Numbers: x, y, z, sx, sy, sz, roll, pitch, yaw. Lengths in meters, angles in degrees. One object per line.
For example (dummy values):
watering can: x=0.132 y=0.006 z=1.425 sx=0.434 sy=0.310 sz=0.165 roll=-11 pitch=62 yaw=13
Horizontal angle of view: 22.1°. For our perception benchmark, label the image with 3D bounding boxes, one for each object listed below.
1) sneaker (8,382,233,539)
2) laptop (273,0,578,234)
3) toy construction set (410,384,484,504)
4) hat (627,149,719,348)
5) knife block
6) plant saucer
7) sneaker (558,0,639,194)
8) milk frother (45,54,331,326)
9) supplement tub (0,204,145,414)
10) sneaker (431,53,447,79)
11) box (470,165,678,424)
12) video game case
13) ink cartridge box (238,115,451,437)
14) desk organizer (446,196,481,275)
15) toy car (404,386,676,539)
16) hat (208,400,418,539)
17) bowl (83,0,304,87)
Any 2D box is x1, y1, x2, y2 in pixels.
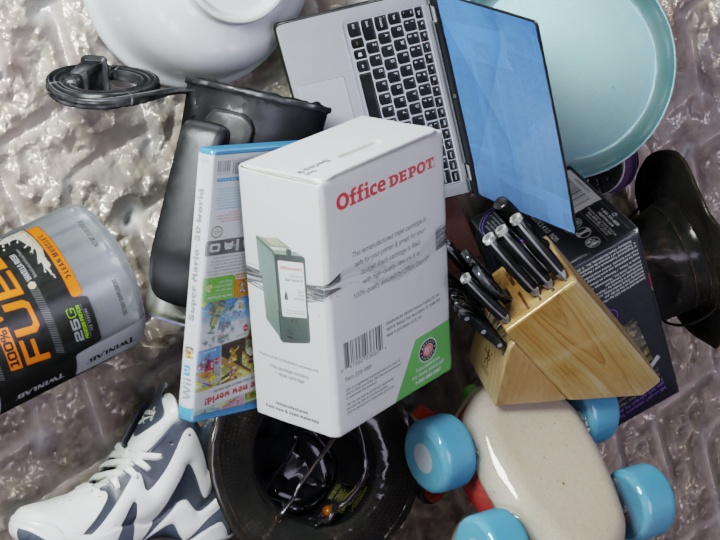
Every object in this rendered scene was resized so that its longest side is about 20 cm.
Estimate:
sneaker: x=-0.186 y=0.154 z=1.472 sx=0.199 sy=0.079 sz=0.130 roll=0 pitch=94 yaw=-30
laptop: x=0.050 y=-0.112 z=1.446 sx=0.199 sy=0.116 sz=0.188 roll=-13 pitch=120 yaw=4
toy construction set: x=0.063 y=0.128 z=1.602 sx=0.200 sy=0.092 sz=0.131 roll=34 pitch=94 yaw=-23
hat: x=0.265 y=-0.008 z=1.655 sx=0.081 sy=0.201 sz=0.201 roll=-19 pitch=105 yaw=-10
knife block: x=0.155 y=0.019 z=1.451 sx=0.199 sy=0.064 sz=0.176 roll=-2 pitch=127 yaw=-20
plant saucer: x=0.176 y=-0.179 z=1.613 sx=0.199 sy=0.027 sz=0.201 roll=1 pitch=94 yaw=10
sneaker: x=0.203 y=-0.168 z=1.675 sx=0.087 sy=0.076 sz=0.201 roll=-15 pitch=93 yaw=-61
milk frother: x=-0.148 y=-0.060 z=1.432 sx=0.180 sy=0.200 sz=0.189 roll=7 pitch=97 yaw=-57
supplement tub: x=-0.273 y=0.042 z=1.383 sx=0.200 sy=0.122 sz=0.123 roll=-28 pitch=109 yaw=-24
sneaker: x=0.030 y=-0.158 z=1.525 sx=0.200 sy=0.130 sz=0.080 roll=-44 pitch=104 yaw=-19
box: x=0.188 y=0.031 z=1.602 sx=0.106 sy=0.122 sz=0.200 roll=-28 pitch=131 yaw=-9
video game case: x=-0.074 y=0.005 z=1.370 sx=0.143 sy=0.018 sz=0.201 roll=-9 pitch=108 yaw=-51
ink cartridge box: x=-0.008 y=0.000 z=1.368 sx=0.146 sy=0.084 sz=0.201 roll=-26 pitch=121 yaw=-45
desk organizer: x=0.000 y=0.000 z=1.565 sx=0.200 sy=0.072 sz=0.077 roll=-34 pitch=113 yaw=-22
toy car: x=0.121 y=0.207 z=1.532 sx=0.184 sy=0.200 sz=0.177 roll=-13 pitch=61 yaw=-32
hat: x=-0.051 y=0.150 z=1.504 sx=0.200 sy=0.081 sz=0.201 roll=-2 pitch=93 yaw=-32
bowl: x=-0.115 y=-0.243 z=1.460 sx=0.201 sy=0.090 sz=0.202 roll=-4 pitch=98 yaw=-30
